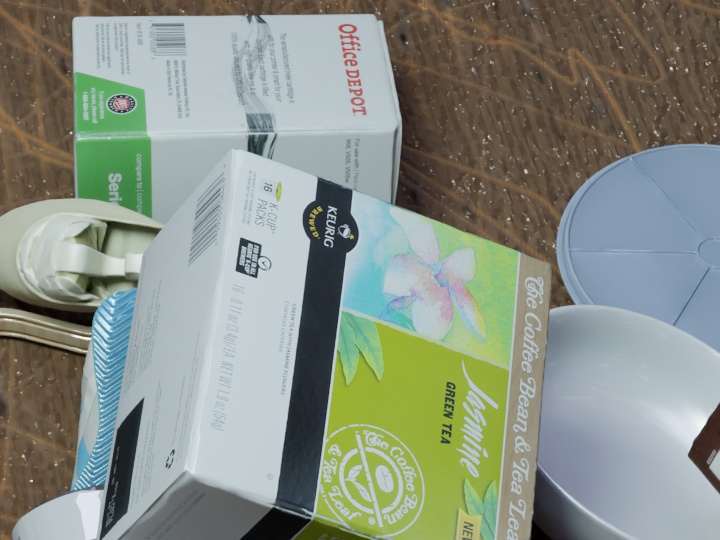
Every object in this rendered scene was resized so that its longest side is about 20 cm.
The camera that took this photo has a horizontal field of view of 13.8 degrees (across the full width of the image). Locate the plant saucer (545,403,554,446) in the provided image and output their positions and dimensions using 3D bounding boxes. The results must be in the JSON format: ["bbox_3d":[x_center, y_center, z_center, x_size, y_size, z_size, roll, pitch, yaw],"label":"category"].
[{"bbox_3d":[0.014,0.088,1.749,0.199,0.030,0.201,2,47,-2],"label":"plant saucer"}]

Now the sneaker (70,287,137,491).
[{"bbox_3d":[-0.128,0.116,1.684,0.076,0.081,0.201,7,66,0],"label":"sneaker"}]

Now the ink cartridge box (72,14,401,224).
[{"bbox_3d":[-0.080,-0.091,1.857,0.199,0.083,0.147,-1,35,-5],"label":"ink cartridge box"}]

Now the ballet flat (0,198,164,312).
[{"bbox_3d":[-0.140,-0.006,1.737,0.199,0.070,0.070,6,45,17],"label":"ballet flat"}]

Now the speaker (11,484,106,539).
[{"bbox_3d":[-0.122,0.217,1.551,0.081,0.081,0.201,-11,63,-15],"label":"speaker"}]

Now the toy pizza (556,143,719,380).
[{"bbox_3d":[0.219,-0.001,1.846,0.199,0.032,0.201,3,47,-3],"label":"toy pizza"}]

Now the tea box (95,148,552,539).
[{"bbox_3d":[-0.018,0.076,1.563,0.196,0.134,0.201,19,55,-20],"label":"tea box"}]

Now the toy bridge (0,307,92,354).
[{"bbox_3d":[-0.138,0.019,1.803,0.199,0.027,0.067,-7,48,-11],"label":"toy bridge"}]

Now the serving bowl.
[{"bbox_3d":[0.157,0.113,1.693,0.199,0.066,0.201,18,37,-14],"label":"serving bowl"}]

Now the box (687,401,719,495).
[{"bbox_3d":[0.294,0.100,1.683,0.199,0.075,0.100,-8,49,-42],"label":"box"}]
